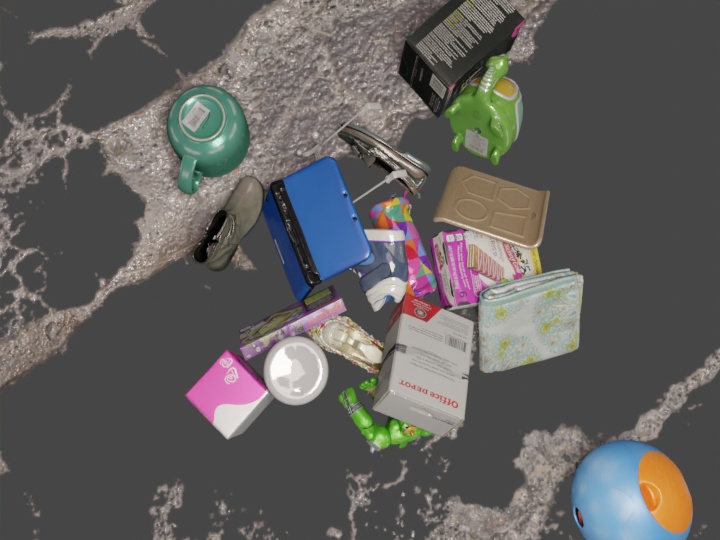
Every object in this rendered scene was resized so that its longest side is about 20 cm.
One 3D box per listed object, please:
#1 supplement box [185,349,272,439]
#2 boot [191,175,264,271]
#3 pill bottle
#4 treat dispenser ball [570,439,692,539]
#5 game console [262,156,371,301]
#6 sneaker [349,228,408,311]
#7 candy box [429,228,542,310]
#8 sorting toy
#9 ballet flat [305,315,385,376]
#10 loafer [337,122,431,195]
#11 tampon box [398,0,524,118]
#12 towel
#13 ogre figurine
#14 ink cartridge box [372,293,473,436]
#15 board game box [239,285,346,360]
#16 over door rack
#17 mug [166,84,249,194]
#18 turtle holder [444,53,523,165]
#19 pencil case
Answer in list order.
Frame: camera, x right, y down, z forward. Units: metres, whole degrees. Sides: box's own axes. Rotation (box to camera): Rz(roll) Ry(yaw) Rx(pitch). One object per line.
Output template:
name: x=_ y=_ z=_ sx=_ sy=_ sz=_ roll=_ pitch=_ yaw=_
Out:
supplement box: x=-0.216 y=0.213 z=1.205 sx=0.101 sy=0.200 sz=0.104 roll=43 pitch=82 yaw=5
boot: x=-0.237 y=-0.092 z=1.286 sx=0.066 sy=0.131 sz=0.204 roll=25 pitch=81 yaw=2
pill bottle: x=-0.107 y=0.174 z=1.214 sx=0.106 sy=0.200 sz=0.113 roll=0 pitch=81 yaw=-2
treat dispenser ball: x=0.460 y=0.396 z=1.201 sx=0.195 sy=0.201 sz=0.207 roll=0 pitch=81 yaw=-2
game console: x=-0.085 y=-0.072 z=1.281 sx=0.116 sy=0.171 sz=0.204 roll=-17 pitch=78 yaw=-22
sneaker: x=0.000 y=0.000 z=1.286 sx=0.196 sy=0.080 sz=0.151 roll=2 pitch=96 yaw=36
candy box: x=0.236 y=-0.009 z=1.299 sx=0.195 sy=0.061 sz=0.140 roll=-8 pitch=82 yaw=-22
sorting toy: x=0.244 y=-0.115 z=1.301 sx=0.195 sy=0.037 sz=0.187 roll=15 pitch=41 yaw=10
ballet flat: x=-0.012 y=0.132 z=1.294 sx=0.196 sy=0.064 sz=0.077 roll=25 pitch=82 yaw=2
loafer: x=0.039 y=-0.215 z=1.348 sx=0.196 sy=0.072 sz=0.064 roll=28 pitch=87 yaw=0
tampon box: x=0.190 y=-0.425 z=1.343 sx=0.199 sy=0.150 sz=0.127 roll=-41 pitch=84 yaw=-7
towel: x=0.307 y=0.094 z=1.270 sx=0.195 sy=0.048 sz=0.175 roll=-12 pitch=121 yaw=-7
ogre figurine: x=0.069 y=0.252 z=1.266 sx=0.196 sy=0.098 sz=0.123 roll=-3 pitch=66 yaw=-35
ink cartridge box: x=0.113 y=0.166 z=1.229 sx=0.141 sy=0.084 sz=0.203 roll=22 pitch=50 yaw=-10
board game box: x=-0.125 y=0.091 z=1.268 sx=0.196 sy=0.120 sz=0.033 roll=-26 pitch=100 yaw=-5
over door rack: x=-0.027 y=-0.199 z=1.297 sx=0.197 sy=0.066 sz=0.151 roll=-26 pitch=81 yaw=34
mug: x=-0.285 y=-0.251 z=1.317 sx=0.148 sy=0.115 sz=0.190 roll=-11 pitch=81 yaw=-4
turtle holder: x=0.236 y=-0.309 z=1.318 sx=0.133 sy=0.139 sz=0.187 roll=-51 pitch=128 yaw=-23
pencil case: x=0.082 y=-0.042 z=1.316 sx=0.086 sy=0.088 sz=0.205 roll=-18 pitch=84 yaw=-5
